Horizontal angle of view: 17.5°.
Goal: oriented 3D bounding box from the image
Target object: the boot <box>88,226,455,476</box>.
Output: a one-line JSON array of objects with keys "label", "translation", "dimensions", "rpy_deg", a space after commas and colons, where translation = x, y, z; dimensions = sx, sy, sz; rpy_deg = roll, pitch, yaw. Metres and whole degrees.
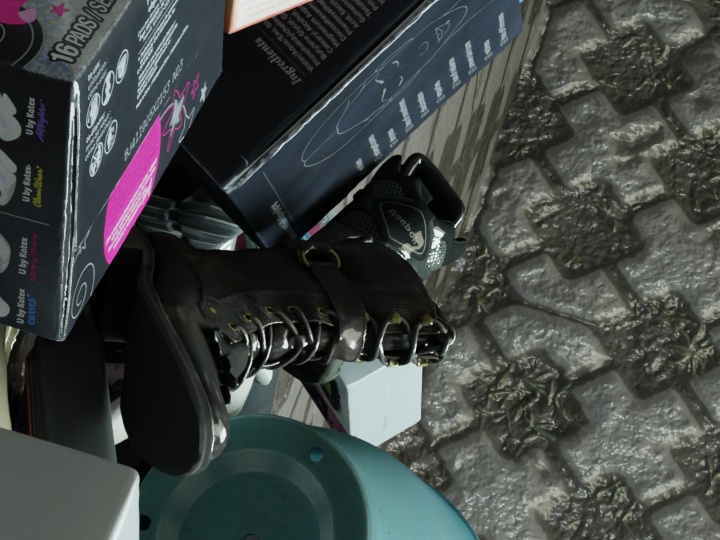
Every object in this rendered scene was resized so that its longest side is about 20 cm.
[{"label": "boot", "translation": [-0.034, 0.029, 1.146], "dimensions": [0.200, 0.173, 0.070], "rpy_deg": [-117, -145, -54]}]

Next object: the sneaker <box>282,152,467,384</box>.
[{"label": "sneaker", "translation": [0.000, 0.000, 1.365], "dimensions": [0.114, 0.076, 0.199], "rpy_deg": [-38, 176, -26]}]

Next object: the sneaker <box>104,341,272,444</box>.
[{"label": "sneaker", "translation": [-0.097, 0.058, 1.233], "dimensions": [0.200, 0.075, 0.082], "rpy_deg": [-39, 127, -56]}]

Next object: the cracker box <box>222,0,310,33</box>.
[{"label": "cracker box", "translation": [-0.069, -0.224, 1.018], "dimensions": [0.058, 0.134, 0.201], "rpy_deg": [-27, 143, -34]}]

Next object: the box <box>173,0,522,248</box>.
[{"label": "box", "translation": [-0.025, -0.127, 1.236], "dimensions": [0.197, 0.124, 0.200], "rpy_deg": [-45, 170, -4]}]

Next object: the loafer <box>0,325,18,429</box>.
[{"label": "loafer", "translation": [-0.186, 0.080, 1.091], "dimensions": [0.076, 0.068, 0.201], "rpy_deg": [87, 20, -70]}]

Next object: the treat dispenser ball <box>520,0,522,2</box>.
[{"label": "treat dispenser ball", "translation": [0.043, -0.256, 1.557], "dimensions": [0.201, 0.200, 0.202], "rpy_deg": [17, 90, -83]}]

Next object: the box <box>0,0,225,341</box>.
[{"label": "box", "translation": [-0.133, -0.094, 0.938], "dimensions": [0.200, 0.114, 0.133], "rpy_deg": [-67, 169, -49]}]

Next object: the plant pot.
[{"label": "plant pot", "translation": [-0.040, 0.170, 1.260], "dimensions": [0.188, 0.199, 0.201], "rpy_deg": [57, 48, -64]}]

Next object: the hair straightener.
[{"label": "hair straightener", "translation": [-0.135, 0.013, 1.128], "dimensions": [0.077, 0.041, 0.201], "rpy_deg": [130, -37, -59]}]

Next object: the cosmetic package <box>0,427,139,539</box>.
[{"label": "cosmetic package", "translation": [-0.189, 0.173, 0.912], "dimensions": [0.201, 0.165, 0.168], "rpy_deg": [96, 13, -51]}]

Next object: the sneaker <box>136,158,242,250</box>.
[{"label": "sneaker", "translation": [-0.097, -0.069, 1.482], "dimensions": [0.200, 0.075, 0.116], "rpy_deg": [115, -10, -66]}]

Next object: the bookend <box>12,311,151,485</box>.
[{"label": "bookend", "translation": [-0.144, 0.087, 1.351], "dimensions": [0.200, 0.092, 0.200], "rpy_deg": [62, 41, -74]}]

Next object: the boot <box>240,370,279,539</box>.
[{"label": "boot", "translation": [-0.067, 0.105, 1.569], "dimensions": [0.169, 0.199, 0.077], "rpy_deg": [104, -1, -45]}]

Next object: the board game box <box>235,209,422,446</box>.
[{"label": "board game box", "translation": [-0.034, 0.014, 1.625], "dimensions": [0.064, 0.200, 0.148], "rpy_deg": [-28, 159, -12]}]
